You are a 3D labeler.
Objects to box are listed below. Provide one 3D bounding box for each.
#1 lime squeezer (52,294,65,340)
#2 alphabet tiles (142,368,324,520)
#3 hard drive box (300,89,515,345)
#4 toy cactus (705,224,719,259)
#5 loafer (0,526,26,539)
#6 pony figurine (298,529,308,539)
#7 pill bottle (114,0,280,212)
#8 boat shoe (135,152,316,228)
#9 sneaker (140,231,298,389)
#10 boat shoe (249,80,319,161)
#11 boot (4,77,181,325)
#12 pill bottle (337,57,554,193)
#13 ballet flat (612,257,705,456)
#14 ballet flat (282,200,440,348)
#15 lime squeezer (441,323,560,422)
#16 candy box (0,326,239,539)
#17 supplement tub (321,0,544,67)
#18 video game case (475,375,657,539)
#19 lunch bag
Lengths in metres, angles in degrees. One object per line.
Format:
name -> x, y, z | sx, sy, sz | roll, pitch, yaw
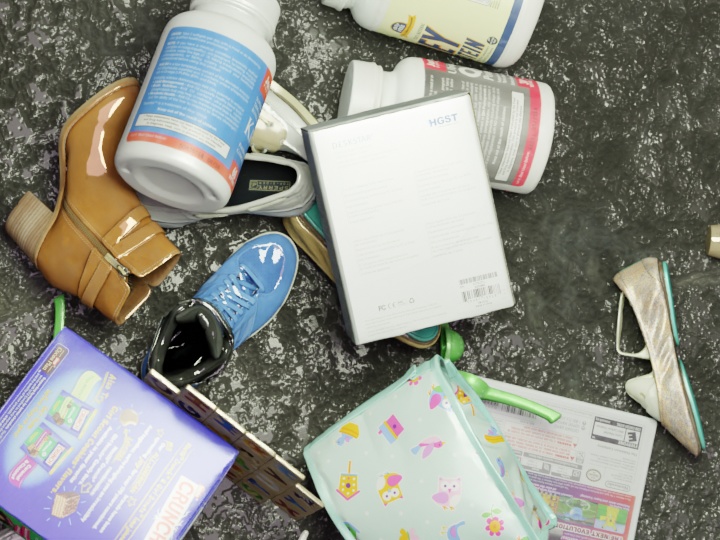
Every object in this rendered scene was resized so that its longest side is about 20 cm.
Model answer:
lime squeezer -> -0.263, 0.128, 1.678 | 0.070, 0.038, 0.201 | -27, 81, -22
alphabet tiles -> -0.124, 0.163, 1.635 | 0.199, 0.166, 0.006 | 39, 69, -4
hard drive box -> 0.043, -0.051, 1.630 | 0.154, 0.077, 0.202 | -13, 99, -6
toy cactus -> 0.433, -0.019, 1.786 | 0.163, 0.102, 0.202 | 5, 93, 1
loafer -> -0.282, 0.256, 1.649 | 0.199, 0.070, 0.070 | -26, 80, -11
pony figurine -> -0.122, 0.344, 1.642 | 0.198, 0.167, 0.195 | -5, 78, 6
pill bottle -> -0.141, -0.165, 1.614 | 0.111, 0.112, 0.202 | 21, 70, -7
boat shoe -> -0.141, -0.080, 1.675 | 0.198, 0.066, 0.073 | 3, 79, 13
sneaker -> -0.128, 0.040, 1.671 | 0.200, 0.111, 0.077 | -44, 93, -10
boat shoe -> -0.089, -0.145, 1.718 | 0.068, 0.075, 0.200 | -45, 89, 0
boot -> -0.225, -0.064, 1.650 | 0.155, 0.077, 0.201 | 38, 90, 20
pill bottle -> 0.080, -0.145, 1.719 | 0.198, 0.111, 0.112 | 10, 84, -10
ballet flat -> 0.292, 0.090, 1.768 | 0.067, 0.068, 0.202 | -12, 82, 9
ballet flat -> 0.000, 0.000, 1.720 | 0.069, 0.063, 0.200 | -38, 87, -33
lime squeezer -> 0.107, 0.080, 1.718 | 0.070, 0.038, 0.201 | -36, 76, 1
candy box -> -0.238, 0.181, 1.606 | 0.199, 0.077, 0.170 | 35, 71, 2
supplement tub -> 0.073, -0.290, 1.714 | 0.198, 0.145, 0.146 | 15, 83, -7
video game case -> 0.182, 0.215, 1.753 | 0.198, 0.023, 0.184 | 14, 83, -9
lunch bag -> 0.061, 0.202, 1.659 | 0.170, 0.122, 0.201 | -34, 87, 16
